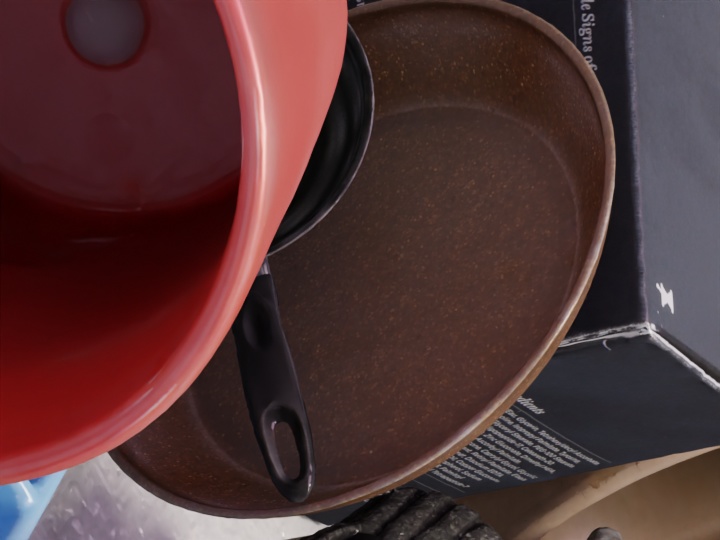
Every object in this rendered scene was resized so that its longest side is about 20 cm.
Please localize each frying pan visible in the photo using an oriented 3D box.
[{"bbox_3d":[-0.029,-0.022,0.961,0.190,0.115,0.031,50,-8,25],"label":"frying pan"}]

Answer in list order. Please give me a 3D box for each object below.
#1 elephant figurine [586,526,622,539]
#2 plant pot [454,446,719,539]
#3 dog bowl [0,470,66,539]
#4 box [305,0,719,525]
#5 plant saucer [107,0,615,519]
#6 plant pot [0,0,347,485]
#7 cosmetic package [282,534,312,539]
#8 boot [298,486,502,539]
[{"bbox_3d":[0.077,0.168,1.110,0.200,0.141,0.155,-112,-157,-55],"label":"elephant figurine"},{"bbox_3d":[0.105,0.035,1.197,0.200,0.200,0.175,23,41,-55],"label":"plant pot"},{"bbox_3d":[-0.136,0.043,0.892,0.112,0.050,0.200,60,33,-26],"label":"dog bowl"},{"bbox_3d":[0.038,-0.031,1.076,0.124,0.196,0.200,32,52,-51],"label":"box"},{"bbox_3d":[0.000,0.000,0.972,0.037,0.200,0.201,46,41,-43],"label":"plant saucer"},{"bbox_3d":[-0.094,-0.059,0.807,0.177,0.200,0.201,-42,114,-69],"label":"plant pot"},{"bbox_3d":[-0.062,0.160,0.944,0.200,0.073,0.104,-20,95,-60],"label":"cosmetic package"},{"bbox_3d":[0.013,0.174,0.904,0.158,0.079,0.211,-6,79,-59],"label":"boot"}]
